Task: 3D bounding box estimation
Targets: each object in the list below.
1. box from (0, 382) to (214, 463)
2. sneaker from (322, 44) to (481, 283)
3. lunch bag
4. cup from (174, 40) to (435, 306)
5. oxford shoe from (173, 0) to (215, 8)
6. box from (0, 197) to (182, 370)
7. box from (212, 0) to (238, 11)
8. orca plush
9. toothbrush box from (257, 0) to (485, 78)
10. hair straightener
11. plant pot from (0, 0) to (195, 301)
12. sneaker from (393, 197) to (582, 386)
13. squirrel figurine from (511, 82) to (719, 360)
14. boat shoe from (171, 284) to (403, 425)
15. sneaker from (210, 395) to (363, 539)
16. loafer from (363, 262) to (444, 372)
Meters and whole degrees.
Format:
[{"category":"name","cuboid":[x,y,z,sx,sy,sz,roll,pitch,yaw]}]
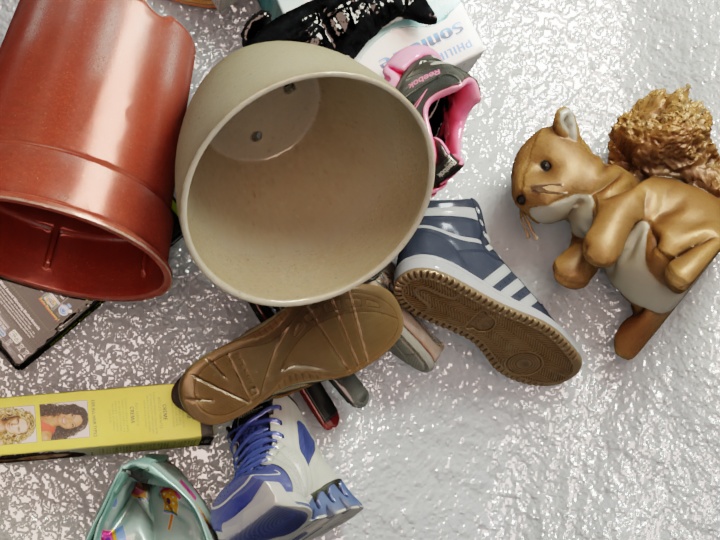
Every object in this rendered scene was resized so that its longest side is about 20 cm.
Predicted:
[{"category":"box","cuboid":[-0.219,0.125,1.468,0.197,0.075,0.051,-5,81,-7]},{"category":"sneaker","cuboid":[0.038,-0.080,1.446,0.079,0.095,0.202,19,93,-44]},{"category":"lunch bag","cuboid":[-0.155,0.244,1.409,0.120,0.170,0.202,-13,85,0]},{"category":"cup","cuboid":[-0.059,-0.095,1.378,0.198,0.144,0.202,-11,127,-15]},{"category":"oxford shoe","cuboid":[-0.188,-0.292,1.529,0.199,0.073,0.072,32,79,-3]},{"category":"box","cuboid":[-0.273,-0.054,1.500,0.193,0.048,0.200,-41,88,-13]},{"category":"box","cuboid":[-0.041,-0.281,1.477,0.199,0.041,0.039,-31,86,-8]},{"category":"orca plush","cuboid":[-0.031,-0.177,1.451,0.198,0.071,0.106,-18,86,-7]},{"category":"toothbrush box","cuboid":[-0.005,-0.235,1.539,0.145,0.085,0.202,-27,86,-10]},{"category":"hair straightener","cuboid":[-0.050,0.030,1.505,0.077,0.041,0.201,-33,85,24]},{"category":"plant pot","cuboid":[-0.221,-0.104,1.404,0.198,0.201,0.197,14,70,-5]},{"category":"sneaker","cuboid":[0.110,0.013,1.528,0.199,0.070,0.109,31,38,-28]},{"category":"squirrel figurine","cuboid":[0.227,-0.065,1.541,0.186,0.142,0.200,40,65,10]},{"category":"boat shoe","cuboid":[-0.061,0.066,1.444,0.199,0.072,0.073,-26,95,-20]},{"category":"sneaker","cuboid":[-0.078,0.161,1.438,0.080,0.199,0.116,-35,74,14]},{"category":"loafer","cuboid":[0.000,0.000,1.519,0.200,0.072,0.063,41,72,2]}]
